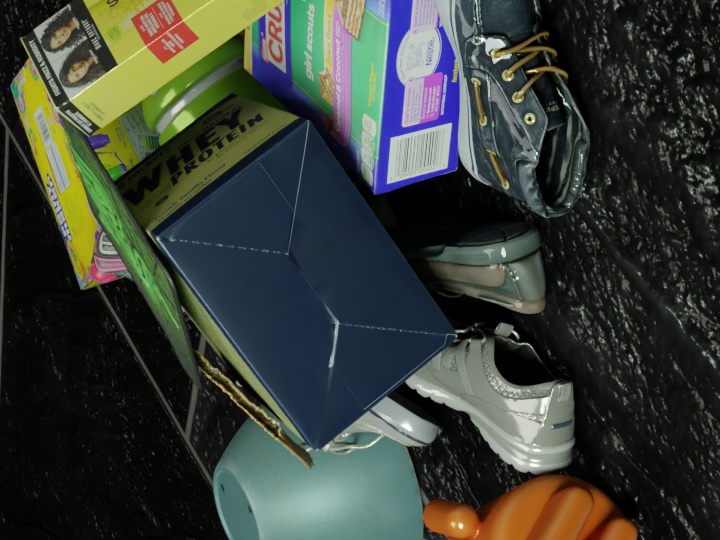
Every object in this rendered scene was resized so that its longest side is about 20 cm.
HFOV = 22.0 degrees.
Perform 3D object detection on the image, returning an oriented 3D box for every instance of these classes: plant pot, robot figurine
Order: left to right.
[{"bbox_3d":[-0.102,-0.114,1.550,0.200,0.175,0.116,53,-172,4],"label":"robot figurine"},{"bbox_3d":[-0.052,0.198,1.667,0.200,0.135,0.200,42,142,45],"label":"plant pot"},{"bbox_3d":[0.124,0.215,1.347,0.200,0.144,0.117,133,133,-62],"label":"robot figurine"}]

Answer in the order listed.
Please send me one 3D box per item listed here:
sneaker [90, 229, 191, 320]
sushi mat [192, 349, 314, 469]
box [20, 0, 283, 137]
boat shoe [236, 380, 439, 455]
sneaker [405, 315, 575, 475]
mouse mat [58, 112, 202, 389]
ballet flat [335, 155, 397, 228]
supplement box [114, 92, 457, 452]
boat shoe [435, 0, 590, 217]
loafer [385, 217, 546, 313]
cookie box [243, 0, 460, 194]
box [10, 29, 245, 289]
[{"bbox_3d":[-0.129,0.016,1.548,0.200,0.075,0.081,29,175,-2],"label":"sneaker"},{"bbox_3d":[-0.082,0.110,1.444,0.096,0.012,0.200,41,175,12],"label":"sushi mat"},{"bbox_3d":[-0.132,-0.182,1.283,0.075,0.200,0.050,61,-172,29],"label":"box"},{"bbox_3d":[-0.029,0.121,1.565,0.202,0.075,0.086,26,90,30],"label":"boat shoe"},{"bbox_3d":[0.095,0.066,1.381,0.200,0.075,0.082,36,126,39],"label":"sneaker"},{"bbox_3d":[-0.168,-0.021,1.343,0.200,0.008,0.161,57,166,30],"label":"mouse mat"},{"bbox_3d":[0.000,0.000,1.520,0.074,0.074,0.200,45,147,44],"label":"ballet flat"},{"bbox_3d":[-0.065,-0.005,1.359,0.200,0.134,0.200,55,170,-20],"label":"supplement box"},{"bbox_3d":[0.107,-0.134,1.218,0.091,0.071,0.200,37,145,48],"label":"boat shoe"},{"bbox_3d":[0.068,0.000,1.378,0.200,0.072,0.063,5,116,61],"label":"loafer"},{"bbox_3d":[-0.006,-0.180,1.328,0.200,0.075,0.171,46,143,44],"label":"cookie box"},{"bbox_3d":[-0.180,-0.112,1.653,0.122,0.193,0.200,-27,81,65],"label":"box"}]
